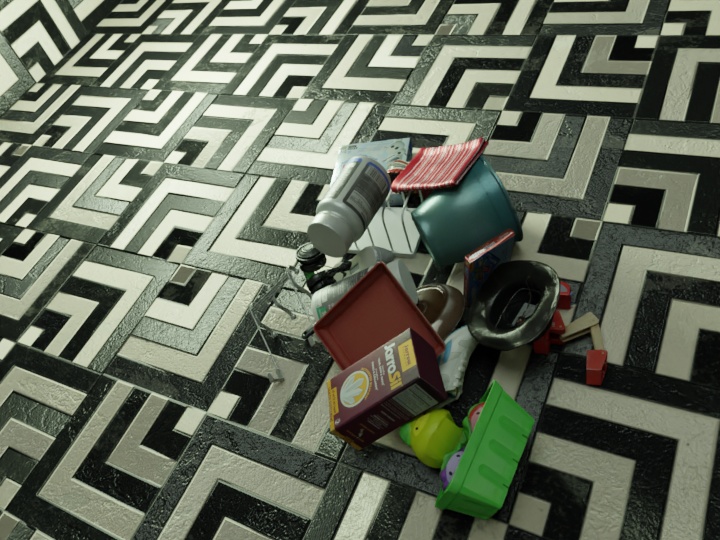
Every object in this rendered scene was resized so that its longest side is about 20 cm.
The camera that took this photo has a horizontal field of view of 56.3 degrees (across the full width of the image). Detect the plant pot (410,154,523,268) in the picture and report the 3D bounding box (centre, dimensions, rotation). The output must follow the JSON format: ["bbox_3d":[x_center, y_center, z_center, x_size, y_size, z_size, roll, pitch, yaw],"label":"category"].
[{"bbox_3d":[0.212,-0.109,1.418,0.185,0.202,0.202,-28,45,3],"label":"plant pot"}]

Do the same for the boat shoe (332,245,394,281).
[{"bbox_3d":[0.000,0.000,1.453,0.067,0.199,0.074,2,62,-35],"label":"boat shoe"}]

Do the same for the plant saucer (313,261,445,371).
[{"bbox_3d":[0.036,0.123,1.260,0.199,0.037,0.202,-43,76,20],"label":"plant saucer"}]

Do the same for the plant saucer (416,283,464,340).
[{"bbox_3d":[0.113,0.092,1.335,0.197,0.032,0.202,-31,26,16],"label":"plant saucer"}]

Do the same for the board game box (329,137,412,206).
[{"bbox_3d":[0.026,-0.244,1.707,0.194,0.044,0.203,-3,50,19],"label":"board game box"}]

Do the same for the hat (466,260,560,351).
[{"bbox_3d":[0.295,0.076,1.232,0.199,0.080,0.204,-34,36,29],"label":"hat"}]

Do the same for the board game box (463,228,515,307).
[{"bbox_3d":[0.245,0.000,1.301,0.101,0.201,0.020,-32,64,-9],"label":"board game box"}]

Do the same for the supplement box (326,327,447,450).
[{"bbox_3d":[0.041,0.208,1.172,0.198,0.085,0.112,-35,38,21],"label":"supplement box"}]

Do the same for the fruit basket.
[{"bbox_3d":[0.161,0.285,1.121,0.209,0.157,0.221,3,59,-4],"label":"fruit basket"}]

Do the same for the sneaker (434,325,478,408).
[{"bbox_3d":[0.165,0.191,1.255,0.080,0.077,0.200,34,76,35],"label":"sneaker"}]

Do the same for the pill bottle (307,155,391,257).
[{"bbox_3d":[-0.024,-0.132,1.401,0.111,0.115,0.202,12,53,30],"label":"pill bottle"}]

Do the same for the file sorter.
[{"bbox_3d":[0.039,-0.130,1.546,0.195,0.126,0.141,4,51,25],"label":"file sorter"}]

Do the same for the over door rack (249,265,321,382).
[{"bbox_3d":[-0.152,0.114,1.413,0.147,0.066,0.203,-42,53,26],"label":"over door rack"}]

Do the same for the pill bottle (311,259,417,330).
[{"bbox_3d":[0.009,0.060,1.350,0.196,0.113,0.115,-25,44,18],"label":"pill bottle"}]

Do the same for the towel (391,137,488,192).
[{"bbox_3d":[0.163,-0.222,1.431,0.198,0.023,0.145,2,47,52],"label":"towel"}]

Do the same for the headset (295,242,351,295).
[{"bbox_3d":[-0.082,-0.003,1.452,0.092,0.126,0.200,-24,9,-13],"label":"headset"}]

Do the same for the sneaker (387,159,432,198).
[{"bbox_3d":[0.158,-0.220,1.588,0.195,0.079,0.083,17,48,7],"label":"sneaker"}]

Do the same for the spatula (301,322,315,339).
[{"bbox_3d":[-0.047,0.088,1.460,0.197,0.021,0.057,-33,40,-7],"label":"spatula"}]

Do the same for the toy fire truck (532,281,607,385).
[{"bbox_3d":[0.390,0.107,1.252,0.137,0.049,0.203,3,51,23],"label":"toy fire truck"}]
